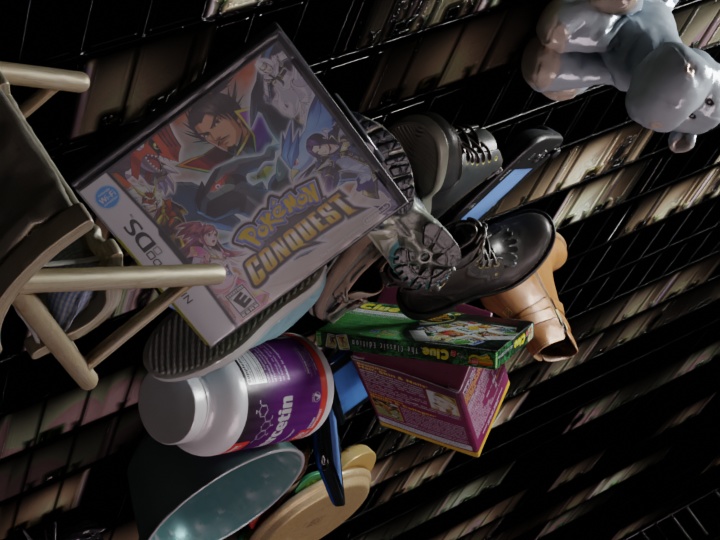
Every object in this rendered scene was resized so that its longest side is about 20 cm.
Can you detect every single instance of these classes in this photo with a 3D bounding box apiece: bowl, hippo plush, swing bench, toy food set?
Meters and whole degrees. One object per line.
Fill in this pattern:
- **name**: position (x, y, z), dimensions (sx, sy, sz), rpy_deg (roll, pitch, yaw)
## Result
- **bowl**: position (-0.170, 0.214, 1.859), dimensions (0.201, 0.105, 0.201), rpy_deg (-29, 158, -13)
- **hippo plush**: position (0.256, -0.178, 1.592), dimensions (0.159, 0.161, 0.200), rpy_deg (-45, 157, 22)
- **swing bench**: position (-0.223, -0.048, 1.104), dimensions (0.130, 0.199, 0.200), rpy_deg (-39, 158, 10)
- **toy food set**: position (-0.072, 0.315, 2.296), dimensions (0.198, 0.049, 0.200), rpy_deg (-20, 154, -34)

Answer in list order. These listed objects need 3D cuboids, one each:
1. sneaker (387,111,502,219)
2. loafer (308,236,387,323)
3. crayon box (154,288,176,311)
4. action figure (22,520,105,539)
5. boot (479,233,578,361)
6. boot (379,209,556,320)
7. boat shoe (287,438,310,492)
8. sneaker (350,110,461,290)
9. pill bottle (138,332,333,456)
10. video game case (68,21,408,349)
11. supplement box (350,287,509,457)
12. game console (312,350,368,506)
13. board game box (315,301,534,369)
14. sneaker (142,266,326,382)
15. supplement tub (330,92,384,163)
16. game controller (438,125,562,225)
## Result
- **sneaker**: position (0.083, -0.116, 1.606), dimensions (0.106, 0.075, 0.200), rpy_deg (-35, 168, -14)
- **loafer**: position (0.000, 0.000, 1.704), dimensions (0.072, 0.063, 0.200), rpy_deg (-43, 166, -36)
- **crayon box**: position (-0.085, -0.030, 1.549), dimensions (0.200, 0.052, 0.126), rpy_deg (-37, 159, 4)
- **action figure**: position (-0.317, 0.334, 1.902), dimensions (0.119, 0.102, 0.200), rpy_deg (-22, 160, -1)
- **boot**: position (0.205, 0.032, 1.965), dimensions (0.200, 0.155, 0.074), rpy_deg (-8, 146, -50)
- **boot**: position (0.112, -0.016, 1.704), dimensions (0.200, 0.069, 0.174), rpy_deg (-30, 167, -6)
- **boat shoe**: position (-0.141, 0.246, 2.032), dimensions (0.200, 0.072, 0.068), rpy_deg (-27, 155, -45)
- **sneaker**: position (0.012, -0.068, 1.551), dimensions (0.078, 0.086, 0.200), rpy_deg (-34, 126, -4)
- **pill bottle**: position (-0.125, 0.125, 1.729), dimensions (0.200, 0.112, 0.112), rpy_deg (-5, 144, -52)
- **video game case**: position (-0.093, -0.063, 1.343), dimensions (0.200, 0.026, 0.181), rpy_deg (-36, 114, 3)
- **supplement box**: position (0.081, 0.112, 1.921), dimensions (0.200, 0.131, 0.103), rpy_deg (70, 42, -62)
- **game console**: position (0.006, 0.166, 2.016), dimensions (0.118, 0.171, 0.200), rpy_deg (-8, 157, 3)
- **board game box**: position (0.066, 0.065, 1.766), dimensions (0.105, 0.200, 0.023), rpy_deg (-35, 126, -56)
- **sneaker**: position (-0.113, 0.054, 1.653), dimensions (0.200, 0.074, 0.082), rpy_deg (-31, 155, -10)
- **supplement tub**: position (-0.080, -0.060, 1.419), dimensions (0.200, 0.107, 0.107), rpy_deg (-37, 159, 3)
- **game controller**: position (0.123, -0.074, 1.759), dimensions (0.200, 0.042, 0.104), rpy_deg (-44, 176, 20)
